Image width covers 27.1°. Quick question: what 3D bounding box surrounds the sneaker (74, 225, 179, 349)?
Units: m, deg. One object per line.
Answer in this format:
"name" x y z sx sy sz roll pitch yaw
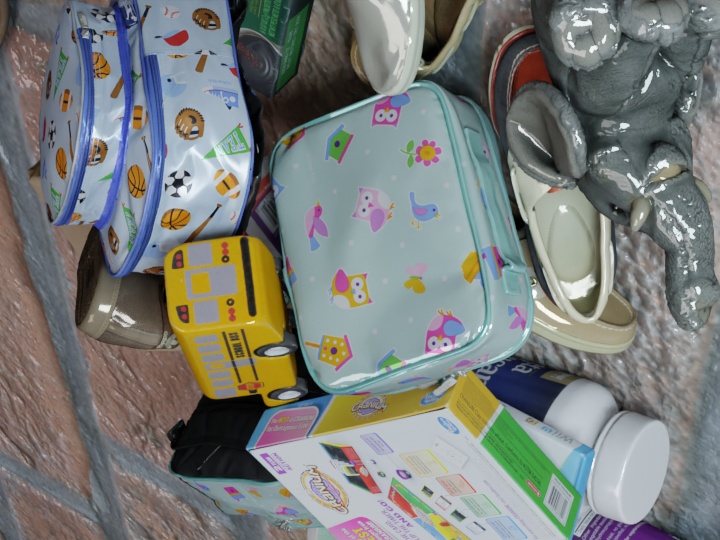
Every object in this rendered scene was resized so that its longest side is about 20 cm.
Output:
"sneaker" -0.169 0.000 1.125 0.075 0.200 0.071 24 117 -17

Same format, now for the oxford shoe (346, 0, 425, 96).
"oxford shoe" -0.002 -0.207 0.929 0.075 0.058 0.201 15 117 55

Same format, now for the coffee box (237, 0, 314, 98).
"coffee box" -0.127 -0.225 1.106 0.200 0.044 0.123 35 145 11

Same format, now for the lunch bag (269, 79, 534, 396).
"lunch bag" 0.030 -0.017 0.998 0.160 0.077 0.201 -20 73 25

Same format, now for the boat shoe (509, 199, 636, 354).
"boat shoe" 0.119 -0.012 1.073 0.200 0.072 0.065 33 125 0

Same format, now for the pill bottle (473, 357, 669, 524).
"pill bottle" 0.135 0.130 1.176 0.200 0.111 0.111 15 138 34

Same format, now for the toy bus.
"toy bus" -0.084 0.042 1.047 0.078 0.065 0.200 -9 160 -2

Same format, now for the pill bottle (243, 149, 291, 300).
"pill bottle" 0.000 0.000 1.119 0.200 0.111 0.112 52 150 21

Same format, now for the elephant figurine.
"elephant figurine" 0.153 -0.090 0.885 0.141 0.155 0.201 7 128 10

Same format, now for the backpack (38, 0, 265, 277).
"backpack" -0.142 -0.093 1.035 0.200 0.154 0.191 109 145 -47

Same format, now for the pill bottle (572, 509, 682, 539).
"pill bottle" 0.196 0.252 1.247 0.200 0.112 0.113 24 142 25

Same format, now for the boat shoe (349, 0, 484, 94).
"boat shoe" 0.038 -0.172 0.983 0.073 0.063 0.200 43 146 -1

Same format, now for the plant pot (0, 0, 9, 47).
"plant pot" -0.432 -0.245 1.288 0.175 0.200 0.200 50 149 18

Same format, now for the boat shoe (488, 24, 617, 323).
"boat shoe" 0.130 -0.061 0.978 0.071 0.063 0.201 -11 118 3

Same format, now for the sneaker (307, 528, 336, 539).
"sneaker" 0.014 0.254 1.462 0.118 0.074 0.201 31 143 27

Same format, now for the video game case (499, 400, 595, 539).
"video game case" 0.076 0.156 1.146 0.200 0.018 0.144 26 119 30

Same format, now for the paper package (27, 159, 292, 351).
"paper package" -0.159 -0.035 1.298 0.190 0.103 0.200 -2 126 46

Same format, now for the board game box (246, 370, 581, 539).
"board game box" 0.036 0.147 1.089 0.200 0.040 0.153 -16 126 40

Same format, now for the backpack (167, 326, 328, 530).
"backpack" -0.050 0.139 1.321 0.153 0.176 0.200 40 151 -27
